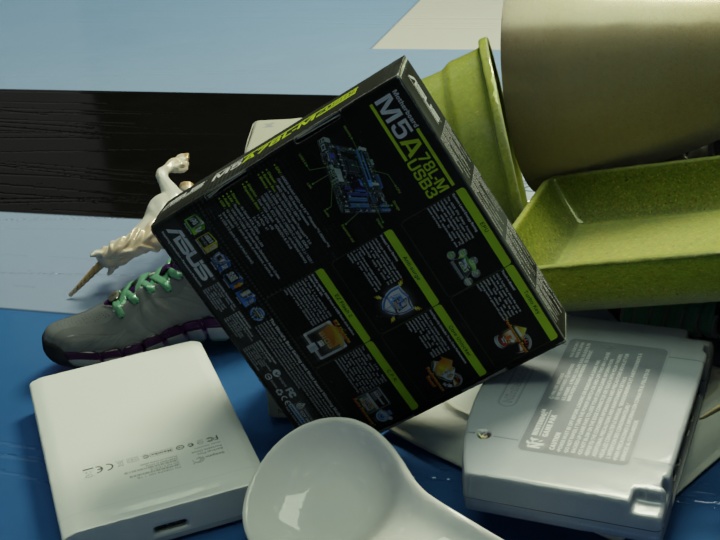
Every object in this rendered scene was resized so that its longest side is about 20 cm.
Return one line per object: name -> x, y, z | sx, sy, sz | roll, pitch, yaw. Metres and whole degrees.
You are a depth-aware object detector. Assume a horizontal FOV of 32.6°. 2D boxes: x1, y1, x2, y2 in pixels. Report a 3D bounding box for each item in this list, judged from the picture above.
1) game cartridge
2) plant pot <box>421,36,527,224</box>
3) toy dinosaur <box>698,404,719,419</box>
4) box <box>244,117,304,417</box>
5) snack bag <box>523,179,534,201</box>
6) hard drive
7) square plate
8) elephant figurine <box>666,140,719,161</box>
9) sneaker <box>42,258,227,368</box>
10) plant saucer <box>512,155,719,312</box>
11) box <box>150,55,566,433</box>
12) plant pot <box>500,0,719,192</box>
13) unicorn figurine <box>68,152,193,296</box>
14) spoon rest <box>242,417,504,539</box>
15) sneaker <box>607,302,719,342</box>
game cartridge -> 0.139, 0.091, 0.764 | 0.132, 0.041, 0.200 | 10, 29, 21
plant pot -> 0.042, -0.075, 1.039 | 0.182, 0.202, 0.201 | -12, 24, 9
toy dinosaur -> 0.282, 0.015, 0.762 | 0.058, 0.102, 0.201 | 31, 53, 7
box -> -0.032, -0.001, 0.854 | 0.081, 0.202, 0.069 | -3, 25, 4
snack bag -> 0.120, -0.092, 1.228 | 0.186, 0.022, 0.200 | -12, 27, -16
hard drive -> -0.149, 0.116, 0.838 | 0.130, 0.027, 0.200 | -13, 27, -16
square plate -> 0.151, 0.089, 0.837 | 0.199, 0.029, 0.197 | -27, 33, -37
elephant figurine -> 0.343, -0.094, 1.047 | 0.140, 0.157, 0.199 | 4, 6, -38
sneaker -> -0.152, 0.014, 0.961 | 0.198, 0.089, 0.074 | -12, 26, -14
plant saucer -> 0.208, -0.024, 0.877 | 0.197, 0.048, 0.200 | -5, 21, 25
box -> 0.000, 0.000, 0.776 | 0.192, 0.201, 0.048 | -30, 17, 19
plant pot -> 0.234, -0.164, 0.998 | 0.198, 0.189, 0.187 | -3, 24, 24
unicorn figurine -> -0.151, -0.041, 1.103 | 0.197, 0.075, 0.138 | 4, 37, 5
spoon rest -> 0.014, 0.142, 0.697 | 0.198, 0.061, 0.100 | 16, 62, 34
sneaker -> 0.265, 0.028, 0.927 | 0.087, 0.075, 0.200 | 20, 2, -31
